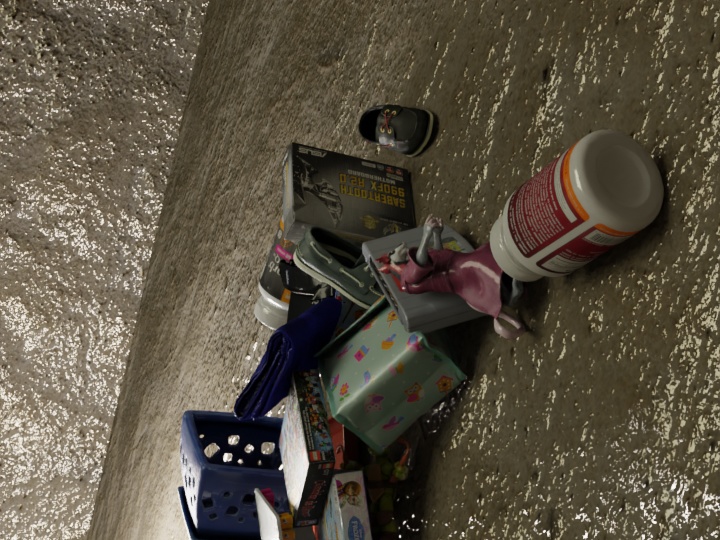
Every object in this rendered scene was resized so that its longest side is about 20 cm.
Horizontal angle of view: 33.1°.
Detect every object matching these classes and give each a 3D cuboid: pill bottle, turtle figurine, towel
[{"bbox_3d":[-0.111,0.001,2.118,0.117,0.116,0.201,-118,45,-59],"label":"pill bottle"},{"bbox_3d":[0.024,0.303,1.678,0.200,0.064,0.162,-16,71,57],"label":"turtle figurine"},{"bbox_3d":[0.226,-0.062,1.313,0.200,0.112,0.114,141,137,-57],"label":"pill bottle"},{"bbox_3d":[-0.091,0.122,1.664,0.148,0.049,0.200,-60,-10,21],"label":"towel"}]

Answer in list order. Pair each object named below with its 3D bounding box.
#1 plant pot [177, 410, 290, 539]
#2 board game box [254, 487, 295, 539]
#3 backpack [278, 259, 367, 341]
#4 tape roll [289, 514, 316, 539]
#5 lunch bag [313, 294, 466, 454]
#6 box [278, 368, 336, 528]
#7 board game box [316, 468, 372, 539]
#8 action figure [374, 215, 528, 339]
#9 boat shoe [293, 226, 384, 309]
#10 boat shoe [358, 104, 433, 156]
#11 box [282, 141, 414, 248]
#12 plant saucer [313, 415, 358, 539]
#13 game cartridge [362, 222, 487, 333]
[{"bbox_3d":[-0.207,0.366,2.051,0.200,0.199,0.181,-126,47,-62],"label":"plant pot"},{"bbox_3d":[-0.113,0.430,1.752,0.200,0.026,0.201,-173,74,-77],"label":"board game box"},{"bbox_3d":[-0.038,0.068,1.852,0.190,0.153,0.201,151,119,-69],"label":"backpack"},{"bbox_3d":[-0.083,0.458,1.778,0.203,0.037,0.204,171,90,-77],"label":"tape roll"},{"bbox_3d":[0.032,0.113,1.630,0.170,0.122,0.200,-42,31,13],"label":"lunch bag"},{"bbox_3d":[-0.074,0.244,1.641,0.200,0.037,0.137,104,159,-53],"label":"box"},{"bbox_3d":[-0.021,0.371,1.640,0.199,0.041,0.201,148,115,-75],"label":"board game box"},{"bbox_3d":[0.114,0.005,1.492,0.199,0.134,0.150,-2,93,24],"label":"action figure"},{"bbox_3d":[0.000,0.000,1.738,0.073,0.199,0.062,-57,-8,-51],"label":"boat shoe"},{"bbox_3d":[0.055,-0.224,1.909,0.201,0.063,0.074,18,93,67],"label":"boat shoe"},{"bbox_3d":[-0.019,-0.102,1.830,0.048,0.199,0.159,123,152,-46],"label":"box"},{"bbox_3d":[-0.048,0.336,1.856,0.200,0.036,0.201,141,132,-58],"label":"plant saucer"},{"bbox_3d":[0.092,0.004,1.588,0.200,0.132,0.041,-120,21,-54],"label":"game cartridge"}]
